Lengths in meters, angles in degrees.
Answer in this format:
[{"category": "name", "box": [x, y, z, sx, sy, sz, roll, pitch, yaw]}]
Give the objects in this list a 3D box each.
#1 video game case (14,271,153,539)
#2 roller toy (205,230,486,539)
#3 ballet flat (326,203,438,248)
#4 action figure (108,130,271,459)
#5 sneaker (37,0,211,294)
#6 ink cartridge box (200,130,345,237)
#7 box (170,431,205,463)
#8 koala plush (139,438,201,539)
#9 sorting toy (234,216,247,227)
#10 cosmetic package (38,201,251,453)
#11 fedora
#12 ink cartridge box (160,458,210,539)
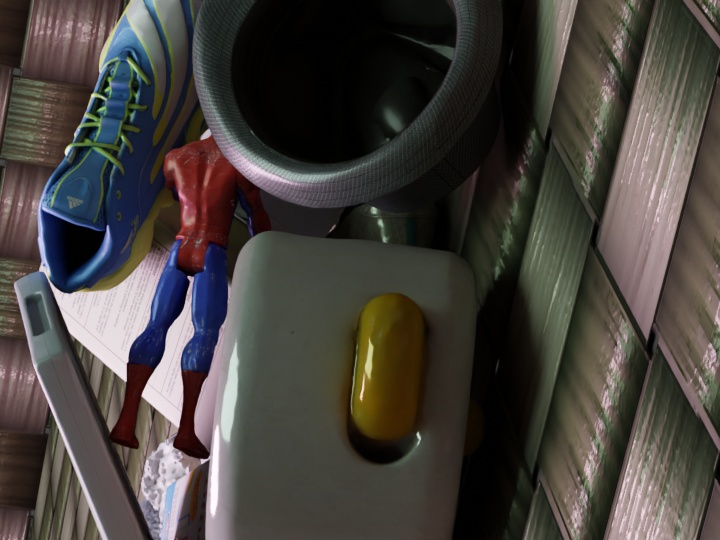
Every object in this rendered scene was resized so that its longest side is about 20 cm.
[{"category": "video game case", "box": [-0.142, 0.113, 1.601, 0.182, 0.022, 0.201, -126, 14, -73]}, {"category": "roller toy", "box": [-0.003, 0.073, 1.510, 0.183, 0.139, 0.201, -85, 1, -60]}, {"category": "ballet flat", "box": [0.000, 0.000, 1.758, 0.200, 0.067, 0.063, 134, 130, -73]}, {"category": "action figure", "box": [-0.087, 0.007, 1.624, 0.099, 0.065, 0.201, 47, -128, -71]}, {"category": "sneaker", "box": [-0.130, -0.071, 1.641, 0.105, 0.075, 0.201, -61, -10, -71]}, {"category": "ink cartridge box", "box": [-0.033, -0.094, 1.787, 0.147, 0.086, 0.200, -55, 7, -2]}, {"category": "box", "box": [-0.081, 0.148, 2.002, 0.110, 0.035, 0.200, 66, 166, 2]}, {"category": "koala plush", "box": [-0.116, 0.228, 1.909, 0.178, 0.183, 0.201, 69, -160, -50]}, {"category": "sorting toy", "box": [-0.105, -0.053, 1.958, 0.200, 0.069, 0.200, 32, -114, -54]}, {"category": "cosmetic package", "box": [-0.103, 0.021, 1.736, 0.200, 0.071, 0.106, 39, 117, 38]}, {"category": "fedora", "box": [0.008, -0.106, 1.594, 0.177, 0.090, 0.200, -45, 49, 2]}, {"category": "ink cartridge box", "box": [-0.044, 0.181, 1.681, 0.200, 0.125, 0.129, 137, 139, -73]}]
